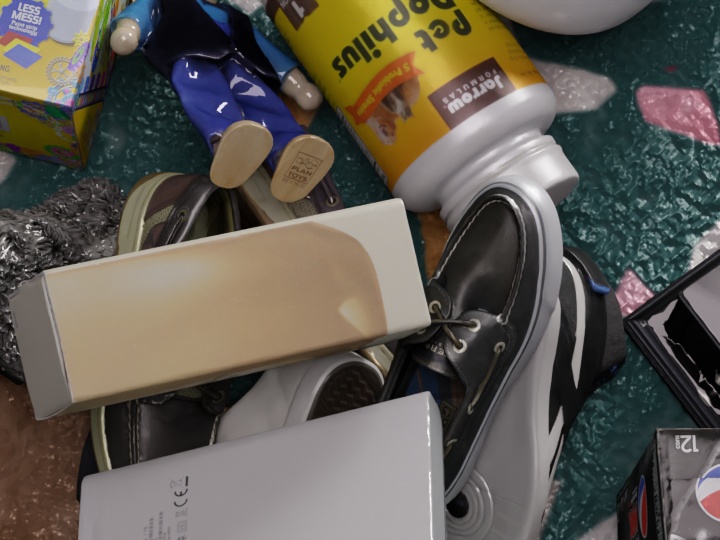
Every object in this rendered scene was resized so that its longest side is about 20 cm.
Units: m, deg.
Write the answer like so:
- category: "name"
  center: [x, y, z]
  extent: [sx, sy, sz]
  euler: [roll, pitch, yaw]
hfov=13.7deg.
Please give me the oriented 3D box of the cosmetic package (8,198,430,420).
- category: "cosmetic package"
  center: [-0.075, 0.021, 1.580]
  extent: [0.199, 0.105, 0.071]
  euler: [-12, 86, -17]

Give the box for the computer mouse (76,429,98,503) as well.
- category: "computer mouse"
  center: [-0.134, 0.163, 1.682]
  extent: [0.058, 0.034, 0.201]
  euler: [4, 76, -1]

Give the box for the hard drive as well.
- category: "hard drive"
  center: [-0.053, 0.141, 1.569]
  extent: [0.199, 0.026, 0.132]
  euler: [-14, 46, 14]

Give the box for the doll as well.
- category: "doll"
  center: [-0.077, -0.114, 1.707]
  extent: [0.136, 0.049, 0.200]
  euler: [12, 30, -32]

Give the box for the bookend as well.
- category: "bookend"
  center: [0.247, 0.059, 1.633]
  extent: [0.092, 0.200, 0.199]
  euler: [-35, 80, -10]

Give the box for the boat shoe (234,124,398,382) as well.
- category: "boat shoe"
  center: [0.000, 0.000, 1.709]
  extent: [0.065, 0.072, 0.200]
  euler: [-37, 74, -5]

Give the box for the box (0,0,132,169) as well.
- category: "box"
  center: [-0.232, -0.186, 1.724]
  extent: [0.199, 0.122, 0.193]
  euler: [13, 75, 2]

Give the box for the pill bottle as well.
- category: "pill bottle"
  center: [0.037, -0.110, 1.717]
  extent: [0.109, 0.109, 0.200]
  euler: [-33, 79, -9]

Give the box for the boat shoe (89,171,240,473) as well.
- category: "boat shoe"
  center: [-0.101, 0.043, 1.656]
  extent: [0.072, 0.066, 0.201]
  euler: [9, 81, -34]

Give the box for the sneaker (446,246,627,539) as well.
- category: "sneaker"
  center: [0.103, 0.085, 1.690]
  extent: [0.073, 0.112, 0.201]
  euler: [21, 108, 33]

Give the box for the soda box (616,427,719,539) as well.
- category: "soda box"
  center: [0.182, 0.133, 1.611]
  extent: [0.071, 0.200, 0.064]
  euler: [0, 76, -1]

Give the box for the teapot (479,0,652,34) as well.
- category: "teapot"
  center: [0.128, -0.240, 1.702]
  extent: [0.197, 0.146, 0.200]
  euler: [45, 40, -2]

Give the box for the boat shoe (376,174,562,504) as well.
- category: "boat shoe"
  center: [0.052, 0.045, 1.615]
  extent: [0.069, 0.057, 0.200]
  euler: [27, 109, 26]

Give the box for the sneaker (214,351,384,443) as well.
- category: "sneaker"
  center: [-0.057, 0.130, 1.687]
  extent: [0.073, 0.085, 0.200]
  euler: [28, 90, -38]

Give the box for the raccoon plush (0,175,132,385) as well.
- category: "raccoon plush"
  center: [-0.191, -0.026, 1.661]
  extent: [0.097, 0.200, 0.134]
  euler: [28, 76, 33]
